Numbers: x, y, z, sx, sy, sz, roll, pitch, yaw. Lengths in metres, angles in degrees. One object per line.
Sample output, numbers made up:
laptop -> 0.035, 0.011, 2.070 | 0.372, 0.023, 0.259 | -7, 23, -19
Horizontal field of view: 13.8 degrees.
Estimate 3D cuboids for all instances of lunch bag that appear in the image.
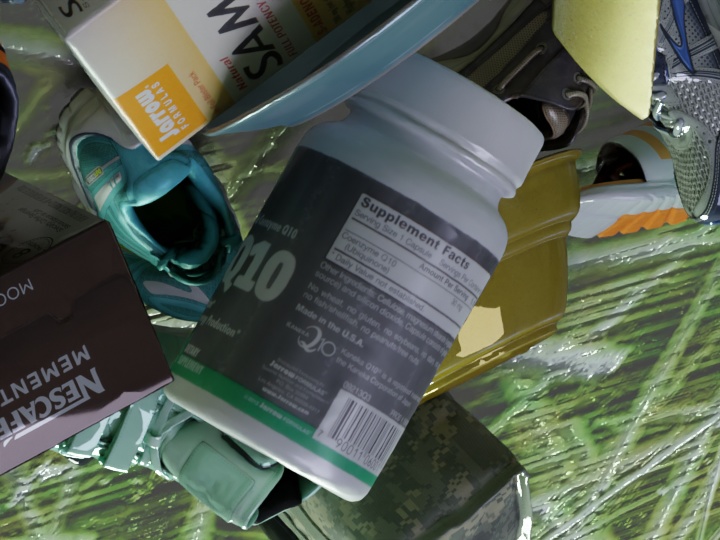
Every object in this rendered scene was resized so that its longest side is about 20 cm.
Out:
lunch bag -> 0.011, 0.136, 1.718 | 0.117, 0.164, 0.200 | -36, 151, -15

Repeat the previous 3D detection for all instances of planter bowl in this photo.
planter bowl -> 0.047, 0.017, 1.590 | 0.200, 0.084, 0.200 | -26, 175, -2

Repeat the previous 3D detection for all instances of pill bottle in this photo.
pill bottle -> 0.000, 0.000, 1.435 | 0.200, 0.113, 0.113 | -60, 151, -5

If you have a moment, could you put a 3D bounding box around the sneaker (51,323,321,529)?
sneaker -> -0.103, 0.078, 1.490 | 0.200, 0.118, 0.074 | 1, 123, -42

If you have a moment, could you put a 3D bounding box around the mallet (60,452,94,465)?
mallet -> -0.163, 0.037, 1.517 | 0.066, 0.041, 0.200 | -38, 147, -1

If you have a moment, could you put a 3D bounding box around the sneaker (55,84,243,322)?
sneaker -> -0.095, -0.020, 1.461 | 0.077, 0.080, 0.200 | -35, 152, -5

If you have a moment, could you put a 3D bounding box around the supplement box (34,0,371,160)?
supplement box -> -0.048, -0.155, 1.323 | 0.200, 0.074, 0.126 | -37, 152, -1

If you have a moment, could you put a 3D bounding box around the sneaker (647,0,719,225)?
sneaker -> 0.146, -0.118, 1.515 | 0.085, 0.200, 0.077 | -14, -177, -22

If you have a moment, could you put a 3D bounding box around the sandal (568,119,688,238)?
sandal -> 0.193, -0.063, 1.742 | 0.206, 0.059, 0.079 | -9, 168, -31

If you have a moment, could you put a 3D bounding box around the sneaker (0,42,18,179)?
sneaker -> -0.231, -0.039, 1.245 | 0.200, 0.112, 0.078 | -38, 151, 0

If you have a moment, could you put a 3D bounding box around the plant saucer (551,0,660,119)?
plant saucer -> 0.113, -0.203, 1.359 | 0.048, 0.200, 0.200 | 1, 146, 2

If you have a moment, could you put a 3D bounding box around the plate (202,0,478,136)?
plate -> 0.013, -0.116, 1.378 | 0.200, 0.026, 0.200 | -36, -170, 7

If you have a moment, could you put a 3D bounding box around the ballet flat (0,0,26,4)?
ballet flat -> -0.104, -0.189, 1.218 | 0.074, 0.074, 0.200 | 6, 129, -52

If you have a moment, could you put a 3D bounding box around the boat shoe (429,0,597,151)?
boat shoe -> 0.091, -0.095, 1.566 | 0.200, 0.073, 0.075 | -36, 152, -3

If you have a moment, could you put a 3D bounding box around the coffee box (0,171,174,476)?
coffee box -> -0.175, 0.020, 1.301 | 0.113, 0.200, 0.080 | -27, 110, -17
